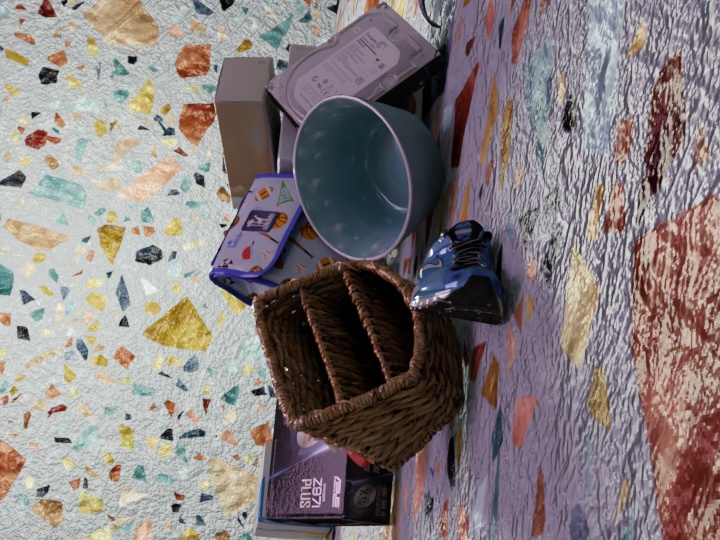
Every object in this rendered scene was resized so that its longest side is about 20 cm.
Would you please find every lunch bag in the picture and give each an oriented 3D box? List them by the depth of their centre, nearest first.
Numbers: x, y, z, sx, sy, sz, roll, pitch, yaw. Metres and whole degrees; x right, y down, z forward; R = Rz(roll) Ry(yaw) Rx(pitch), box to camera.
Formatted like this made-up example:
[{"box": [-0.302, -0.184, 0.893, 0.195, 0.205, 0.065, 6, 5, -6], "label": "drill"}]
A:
[{"box": [-0.075, -0.024, 1.470, 0.124, 0.200, 0.170, 104, -171, -62], "label": "lunch bag"}]

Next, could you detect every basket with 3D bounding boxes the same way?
[{"box": [0.001, 0.073, 1.141, 0.143, 0.149, 0.200, -46, 37, 21], "label": "basket"}]

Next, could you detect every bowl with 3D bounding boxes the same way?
[{"box": [0.023, -0.120, 1.381, 0.201, 0.105, 0.201, 21, 119, 42], "label": "bowl"}]

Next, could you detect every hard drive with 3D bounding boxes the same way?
[{"box": [-0.009, -0.250, 1.478, 0.140, 0.200, 0.038, 51, 174, 35], "label": "hard drive"}]

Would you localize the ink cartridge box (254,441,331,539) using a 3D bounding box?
[{"box": [-0.126, 0.429, 2.200, 0.200, 0.144, 0.147, 109, 166, -66], "label": "ink cartridge box"}]

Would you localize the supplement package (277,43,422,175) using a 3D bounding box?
[{"box": [-0.015, -0.184, 1.581, 0.147, 0.191, 0.200, 98, 175, -59], "label": "supplement package"}]

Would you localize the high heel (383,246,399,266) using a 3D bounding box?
[{"box": [0.000, 0.000, 1.719, 0.067, 0.096, 0.200, -90, 9, -47], "label": "high heel"}]

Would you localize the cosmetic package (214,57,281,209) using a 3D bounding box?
[{"box": [-0.152, -0.190, 1.602, 0.200, 0.071, 0.105, 86, -173, -46], "label": "cosmetic package"}]

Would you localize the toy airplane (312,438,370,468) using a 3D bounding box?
[{"box": [0.001, 0.124, 1.357, 0.199, 0.141, 0.200, 172, 113, -78], "label": "toy airplane"}]

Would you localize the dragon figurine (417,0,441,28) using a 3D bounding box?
[{"box": [0.090, -0.424, 1.508, 0.099, 0.059, 0.200, 108, 168, -63], "label": "dragon figurine"}]

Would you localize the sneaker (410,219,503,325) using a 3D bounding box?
[{"box": [0.086, -0.003, 1.037, 0.200, 0.078, 0.090, -144, 64, -83], "label": "sneaker"}]

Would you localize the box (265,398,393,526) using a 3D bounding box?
[{"box": [-0.038, 0.239, 1.528, 0.164, 0.086, 0.200, -13, 66, 47], "label": "box"}]
